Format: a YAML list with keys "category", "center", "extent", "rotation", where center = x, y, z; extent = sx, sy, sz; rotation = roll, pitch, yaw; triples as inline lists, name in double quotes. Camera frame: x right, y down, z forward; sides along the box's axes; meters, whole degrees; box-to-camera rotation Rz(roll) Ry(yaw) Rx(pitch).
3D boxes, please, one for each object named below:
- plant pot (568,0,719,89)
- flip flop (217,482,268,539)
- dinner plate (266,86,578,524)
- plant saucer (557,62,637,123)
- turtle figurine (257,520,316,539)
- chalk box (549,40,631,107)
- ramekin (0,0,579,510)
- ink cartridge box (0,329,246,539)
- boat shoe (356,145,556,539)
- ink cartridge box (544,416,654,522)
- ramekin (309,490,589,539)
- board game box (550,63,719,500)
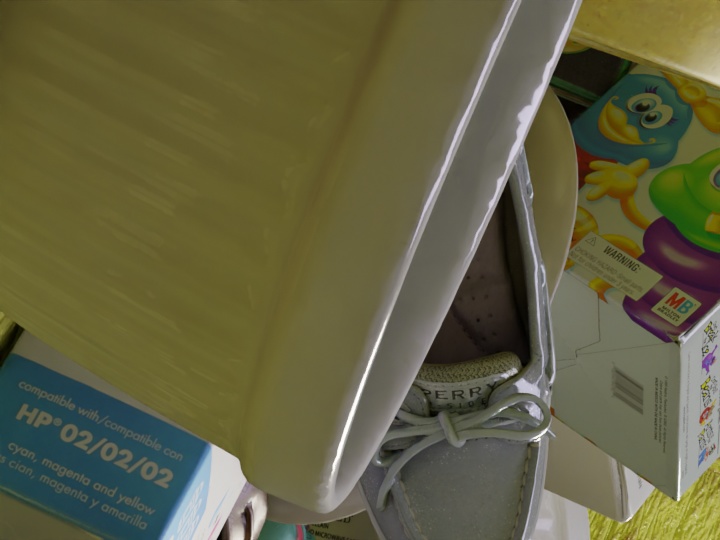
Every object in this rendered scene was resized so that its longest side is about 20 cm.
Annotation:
- category: "plant pot"
  center: [0.087, -0.136, 0.675]
  extent: [0.200, 0.199, 0.142]
  rotation: [-27, 136, -81]
- category: "flip flop"
  center: [-0.060, 0.075, 0.834]
  extent: [0.081, 0.057, 0.201]
  rotation: [-1, -114, 61]
- category: "dinner plate"
  center: [0.000, 0.000, 0.866]
  extent: [0.200, 0.024, 0.201]
  rotation: [-32, -139, 32]
- category: "plant saucer"
  center: [0.060, -0.072, 1.030]
  extent: [0.035, 0.200, 0.200]
  rotation: [60, 37, -26]
- category: "turtle figurine"
  center: [-0.051, 0.145, 1.002]
  extent: [0.200, 0.149, 0.101]
  rotation: [122, -26, -69]
- category: "chalk box"
  center: [0.076, -0.155, 0.928]
  extent: [0.124, 0.125, 0.200]
  rotation: [-55, 169, -60]
- category: "ramekin"
  center: [-0.014, -0.055, 0.531]
  extent: [0.200, 0.105, 0.201]
  rotation: [23, 90, -84]
- category: "ink cartridge box"
  center: [-0.054, 0.020, 0.716]
  extent: [0.115, 0.068, 0.200]
  rotation: [106, 9, -57]
- category: "boat shoe"
  center: [0.028, 0.009, 0.753]
  extent: [0.065, 0.074, 0.203]
  rotation: [-98, -172, -85]
- category: "ink cartridge box"
  center: [0.109, -0.002, 1.030]
  extent: [0.200, 0.147, 0.086]
  rotation: [-48, 141, -30]
- category: "ramekin"
  center: [0.008, 0.136, 1.152]
  extent: [0.105, 0.200, 0.201]
  rotation: [5, 114, -45]
- category: "board game box"
  center: [0.150, -0.027, 0.907]
  extent: [0.200, 0.103, 0.105]
  rotation: [-41, 148, -24]
